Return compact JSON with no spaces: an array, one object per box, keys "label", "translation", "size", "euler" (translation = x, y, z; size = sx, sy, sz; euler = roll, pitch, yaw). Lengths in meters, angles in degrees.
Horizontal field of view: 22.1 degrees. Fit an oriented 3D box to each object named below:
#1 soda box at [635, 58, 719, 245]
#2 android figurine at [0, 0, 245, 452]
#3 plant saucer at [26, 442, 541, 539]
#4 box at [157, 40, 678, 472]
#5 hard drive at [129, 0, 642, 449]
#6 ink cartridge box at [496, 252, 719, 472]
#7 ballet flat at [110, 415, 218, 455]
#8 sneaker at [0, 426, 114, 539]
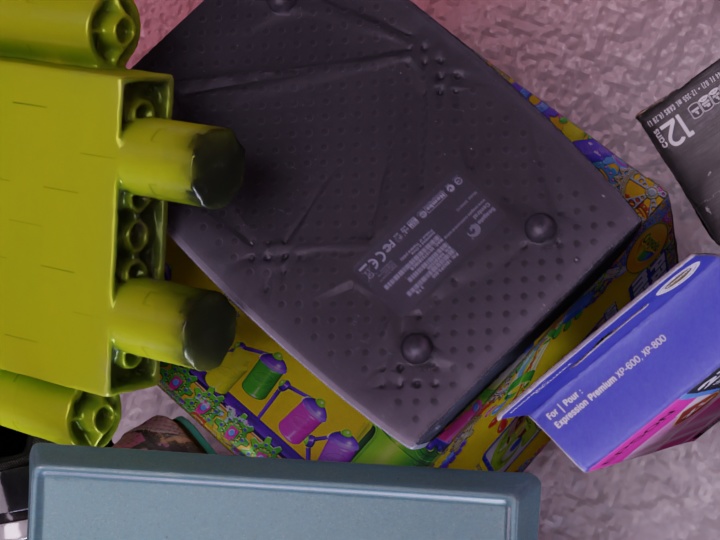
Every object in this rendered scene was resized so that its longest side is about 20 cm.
[{"label":"soda box","translation":[0.219,-0.089,0.760],"size":[0.200,0.063,0.071],"euler":[-36,74,21]},{"label":"android figurine","translation":[-0.131,-0.023,0.730],"size":[0.200,0.041,0.183],"euler":[9,101,36]},{"label":"plant saucer","translation":[-0.034,0.106,0.693],"size":[0.199,0.019,0.070],"euler":[2,89,9]},{"label":"box","translation":[0.000,0.000,0.798],"size":[0.200,0.122,0.193],"euler":[40,83,22]},{"label":"hard drive","translation":[-0.002,-0.034,0.722],"size":[0.135,0.042,0.200],"euler":[-44,66,-7]},{"label":"ink cartridge box","translation":[0.130,0.034,0.722],"size":[0.095,0.200,0.037],"euler":[-42,71,19]},{"label":"ballet flat","translation":[-0.038,0.139,0.733],"size":[0.200,0.069,0.071],"euler":[40,62,21]},{"label":"sneaker","translation":[-0.125,0.087,0.841],"size":[0.073,0.200,0.112],"euler":[-8,97,6]}]
